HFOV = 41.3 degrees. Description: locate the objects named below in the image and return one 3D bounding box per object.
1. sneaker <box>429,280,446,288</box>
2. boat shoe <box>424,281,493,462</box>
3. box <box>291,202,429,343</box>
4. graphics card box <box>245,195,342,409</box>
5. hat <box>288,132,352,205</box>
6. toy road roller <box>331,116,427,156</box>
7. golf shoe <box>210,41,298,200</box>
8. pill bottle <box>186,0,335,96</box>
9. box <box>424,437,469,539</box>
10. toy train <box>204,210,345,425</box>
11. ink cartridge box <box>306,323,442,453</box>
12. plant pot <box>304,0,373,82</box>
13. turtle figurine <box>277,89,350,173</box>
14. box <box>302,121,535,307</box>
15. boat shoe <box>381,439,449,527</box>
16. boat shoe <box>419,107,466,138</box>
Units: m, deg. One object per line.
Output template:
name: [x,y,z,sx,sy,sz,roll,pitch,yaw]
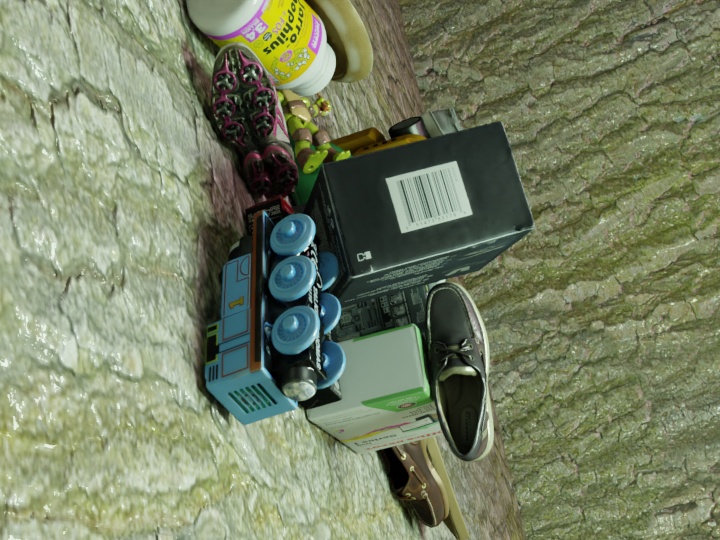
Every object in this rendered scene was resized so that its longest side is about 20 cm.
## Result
sneaker: [0.027,0.028,1.262,0.084,0.201,0.120,44,7,36]
boat shoe: [0.110,0.111,1.063,0.065,0.070,0.205,32,51,-78]
box: [0.000,0.000,1.182,0.051,0.154,0.204,41,34,-70]
graphics card box: [-0.073,0.037,1.049,0.126,0.050,0.204,54,22,-62]
hat: [0.001,-0.138,1.314,0.167,0.172,0.203,-85,156,-61]
toy road roller: [0.024,-0.135,1.404,0.146,0.196,0.125,-60,132,-62]
golf shoe: [-0.122,-0.174,1.058,0.202,0.071,0.093,76,0,-49]
pill bottle: [-0.105,-0.278,1.102,0.199,0.103,0.106,31,43,-58]
box: [0.102,0.295,1.475,0.163,0.021,0.204,-140,-152,-68]
toy train: [-0.079,0.035,0.861,0.087,0.112,0.203,57,21,-47]
ink cartridge box: [0.029,0.148,1.153,0.200,0.142,0.086,51,26,-62]
plant pot: [-0.066,-0.313,1.209,0.199,0.028,0.201,38,-19,16]
turtle figurine: [-0.089,-0.201,1.237,0.163,0.064,0.199,60,20,18]
box: [0.050,-0.050,1.003,0.200,0.192,0.120,128,-53,-74]
boat shoe: [0.069,0.293,1.379,0.070,0.070,0.203,-37,115,-37]
boat shoe: [0.145,-0.184,1.412,0.202,0.070,0.071,-112,180,-50]
